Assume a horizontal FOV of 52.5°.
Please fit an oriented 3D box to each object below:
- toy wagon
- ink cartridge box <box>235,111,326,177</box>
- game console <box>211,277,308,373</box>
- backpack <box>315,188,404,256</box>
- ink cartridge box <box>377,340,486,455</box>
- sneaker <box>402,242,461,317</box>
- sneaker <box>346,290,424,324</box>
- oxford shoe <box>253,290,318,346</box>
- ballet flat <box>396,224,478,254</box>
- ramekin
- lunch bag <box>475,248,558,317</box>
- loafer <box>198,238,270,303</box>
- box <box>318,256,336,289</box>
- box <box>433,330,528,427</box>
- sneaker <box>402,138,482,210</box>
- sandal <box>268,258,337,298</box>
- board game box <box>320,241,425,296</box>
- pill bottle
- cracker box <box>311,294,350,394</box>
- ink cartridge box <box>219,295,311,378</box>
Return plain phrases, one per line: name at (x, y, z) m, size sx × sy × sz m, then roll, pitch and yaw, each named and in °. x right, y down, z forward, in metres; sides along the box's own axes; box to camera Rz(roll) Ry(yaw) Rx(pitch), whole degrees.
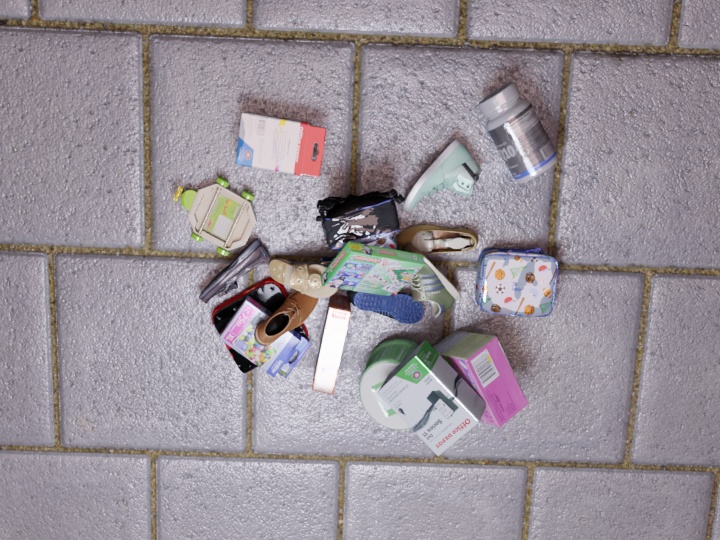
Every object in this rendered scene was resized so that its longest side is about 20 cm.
toy wagon at (-0.342, -0.138, 1.714) m, size 0.196 × 0.040 × 0.158 m, roll 28°, pitch 99°, yaw -5°
ink cartridge box at (-0.179, -0.287, 1.671) m, size 0.194 × 0.067 × 0.120 m, roll 10°, pitch 102°, yaw -2°
game console at (-0.247, 0.132, 1.777) m, size 0.196 × 0.031 × 0.180 m, roll -28°, pitch 106°, yaw 6°
backpack at (0.000, -0.105, 1.648) m, size 0.194 × 0.191 × 0.159 m, roll -10°, pitch 107°, yaw -2°
ink cartridge box at (0.158, 0.282, 1.608) m, size 0.200 × 0.083 × 0.147 m, roll 44°, pitch 119°, yaw 1°
sneaker at (0.149, 0.032, 1.712) m, size 0.090 × 0.067 × 0.200 m, roll -48°, pitch 117°, yaw -2°
sneaker at (0.058, 0.073, 1.749) m, size 0.195 × 0.078 × 0.072 m, roll 17°, pitch 99°, yaw -26°
oxford shoe at (-0.160, 0.101, 1.709) m, size 0.072 × 0.071 × 0.200 m, roll 48°, pitch 61°, yaw -4°
ballet flat at (0.182, -0.072, 1.719) m, size 0.193 × 0.063 × 0.071 m, roll -4°, pitch 103°, yaw 0°
ramekin at (0.090, 0.277, 1.736) m, size 0.194 × 0.098 × 0.206 m, roll 7°, pitch 111°, yaw 19°
lunch bag at (0.374, 0.024, 1.735) m, size 0.193 × 0.076 × 0.166 m, roll 3°, pitch 99°, yaw 0°
loafer at (-0.297, 0.015, 1.731) m, size 0.200 × 0.072 × 0.063 m, roll -44°, pitch 103°, yaw 4°
box at (0.000, 0.000, 1.716) m, size 0.193 × 0.070 × 0.066 m, roll -4°, pitch 100°, yaw -8°
box at (0.268, 0.247, 1.704) m, size 0.095 × 0.199 × 0.179 m, roll -31°, pitch 101°, yaw -18°
sneaker at (0.193, -0.190, 1.687) m, size 0.118 × 0.074 × 0.201 m, roll 43°, pitch 95°, yaw -2°
sandal at (-0.147, 0.021, 1.674) m, size 0.208 × 0.069 × 0.080 m, roll 15°, pitch 108°, yaw 36°
board game box at (0.027, 0.000, 1.606) m, size 0.195 × 0.030 × 0.135 m, roll 9°, pitch 141°, yaw -32°
pill bottle at (0.353, -0.312, 1.648) m, size 0.112 × 0.114 × 0.203 m, roll -31°, pitch 100°, yaw 6°
cracker box at (-0.067, 0.171, 1.728) m, size 0.056 × 0.134 × 0.206 m, roll 11°, pitch 102°, yaw -3°
ink cartridge box at (-0.226, 0.169, 1.753) m, size 0.198 × 0.042 × 0.120 m, roll 36°, pitch 102°, yaw -14°
